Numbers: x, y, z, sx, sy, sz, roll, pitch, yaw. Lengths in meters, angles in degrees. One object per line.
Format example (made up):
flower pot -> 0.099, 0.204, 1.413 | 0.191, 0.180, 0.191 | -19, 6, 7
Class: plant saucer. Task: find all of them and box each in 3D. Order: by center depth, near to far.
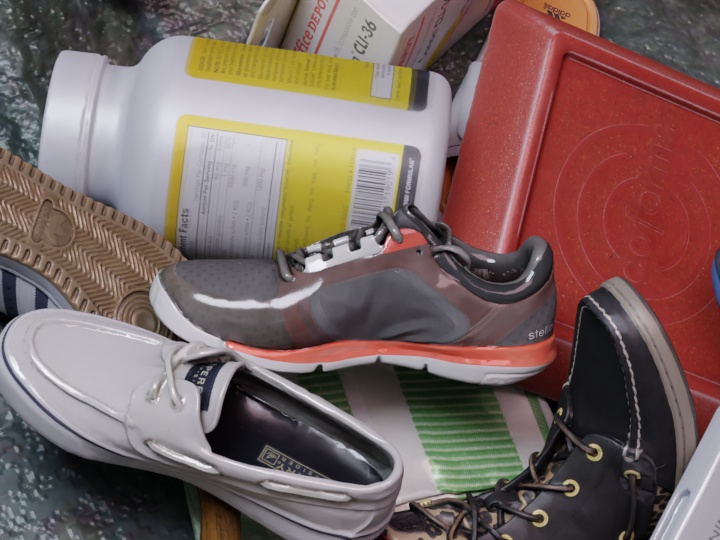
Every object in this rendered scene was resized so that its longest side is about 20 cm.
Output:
plant saucer -> 0.143, -0.023, 1.285 | 0.200, 0.037, 0.200 | 21, 72, -19

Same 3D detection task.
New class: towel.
towel -> -0.005, 0.063, 1.258 | 0.200, 0.023, 0.153 | -12, 67, -18

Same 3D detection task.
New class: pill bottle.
pill bottle -> -0.058, -0.058, 1.246 | 0.200, 0.112, 0.112 | 8, 62, -1

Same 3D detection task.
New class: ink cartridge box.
ink cartridge box -> 0.022, -0.151, 1.318 | 0.067, 0.117, 0.200 | 42, 62, 9

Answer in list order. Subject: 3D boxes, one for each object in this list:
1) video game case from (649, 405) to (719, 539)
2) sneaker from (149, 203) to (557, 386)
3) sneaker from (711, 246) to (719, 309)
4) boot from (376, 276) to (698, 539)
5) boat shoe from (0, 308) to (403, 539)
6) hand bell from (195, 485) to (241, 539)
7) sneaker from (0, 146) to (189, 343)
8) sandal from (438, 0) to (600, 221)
video game case -> 0.202, 0.190, 1.163 | 0.200, 0.023, 0.182 | 36, 75, -26
sneaker -> 0.000, 0.000, 1.180 | 0.200, 0.082, 0.077 | 4, 27, -9
sneaker -> 0.230, 0.076, 1.263 | 0.200, 0.078, 0.066 | 53, 44, -4
boot -> 0.079, 0.107, 1.173 | 0.150, 0.200, 0.073 | -18, 42, -16
boat shoe -> -0.073, 0.064, 1.122 | 0.200, 0.066, 0.072 | 29, 54, 4
hand bell -> -0.064, 0.131, 1.157 | 0.104, 0.104, 0.200 | 5, 64, -12
sneaker -> -0.166, 0.005, 1.216 | 0.200, 0.108, 0.070 | 36, 56, -21
sandal -> 0.089, -0.096, 1.334 | 0.079, 0.059, 0.207 | 20, 56, -3
